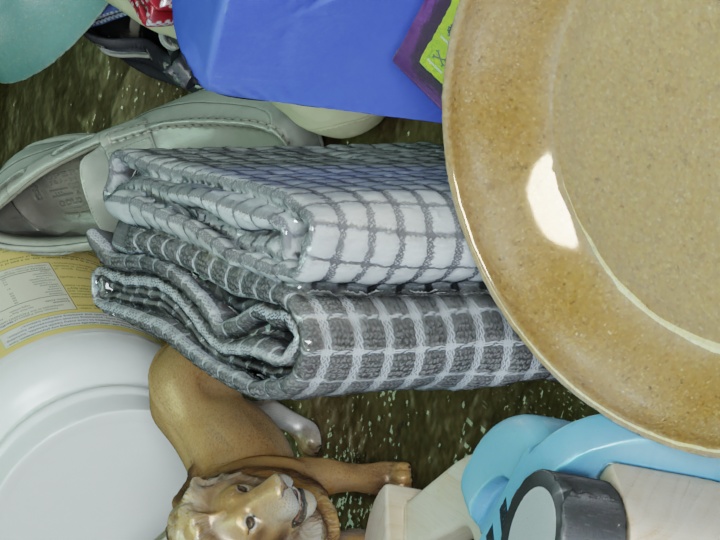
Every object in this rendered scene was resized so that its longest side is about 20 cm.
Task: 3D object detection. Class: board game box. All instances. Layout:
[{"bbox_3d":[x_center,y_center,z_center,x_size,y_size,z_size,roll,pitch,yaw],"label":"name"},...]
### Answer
[{"bbox_3d":[0.106,-0.055,0.748,0.200,0.032,0.120,47,133,22],"label":"board game box"}]

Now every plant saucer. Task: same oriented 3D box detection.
[{"bbox_3d":[0.114,-0.041,0.702,0.200,0.035,0.201,15,113,38],"label":"plant saucer"},{"bbox_3d":[-0.161,-0.196,1.159,0.200,0.036,0.200,-34,42,38],"label":"plant saucer"}]

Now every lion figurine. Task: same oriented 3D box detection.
[{"bbox_3d":[-0.054,0.079,0.982,0.200,0.122,0.073,48,127,52],"label":"lion figurine"}]

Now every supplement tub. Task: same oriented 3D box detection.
[{"bbox_3d":[-0.164,0.069,1.148,0.200,0.145,0.146,51,129,50],"label":"supplement tub"}]

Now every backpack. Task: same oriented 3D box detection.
[{"bbox_3d":[0.010,-0.176,0.875,0.200,0.162,0.168,-104,33,-45],"label":"backpack"}]

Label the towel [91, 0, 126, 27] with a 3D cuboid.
[{"bbox_3d":[-0.105,-0.214,1.147,0.145,0.024,0.200,-8,61,54],"label":"towel"}]

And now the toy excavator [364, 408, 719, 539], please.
[{"bbox_3d":[0.066,0.105,0.825,0.200,0.100,0.195,-104,32,-53],"label":"toy excavator"}]

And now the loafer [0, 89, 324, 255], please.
[{"bbox_3d":[-0.107,-0.042,1.089,0.200,0.070,0.070,-13,115,36],"label":"loafer"}]

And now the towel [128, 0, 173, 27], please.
[{"bbox_3d":[-0.079,-0.164,0.985,0.200,0.144,0.023,50,129,37],"label":"towel"}]

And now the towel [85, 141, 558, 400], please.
[{"bbox_3d":[0.000,0.000,0.863,0.200,0.165,0.086,16,106,59],"label":"towel"}]

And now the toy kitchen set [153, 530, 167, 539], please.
[{"bbox_3d":[-0.162,0.193,1.033,0.200,0.180,0.164,-34,-51,-89],"label":"toy kitchen set"}]

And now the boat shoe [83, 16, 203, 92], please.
[{"bbox_3d":[-0.085,-0.118,1.118,0.200,0.063,0.073,22,105,58],"label":"boat shoe"}]

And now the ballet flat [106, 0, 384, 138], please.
[{"bbox_3d":[-0.066,-0.132,1.015,0.200,0.069,0.070,33,119,22],"label":"ballet flat"}]
